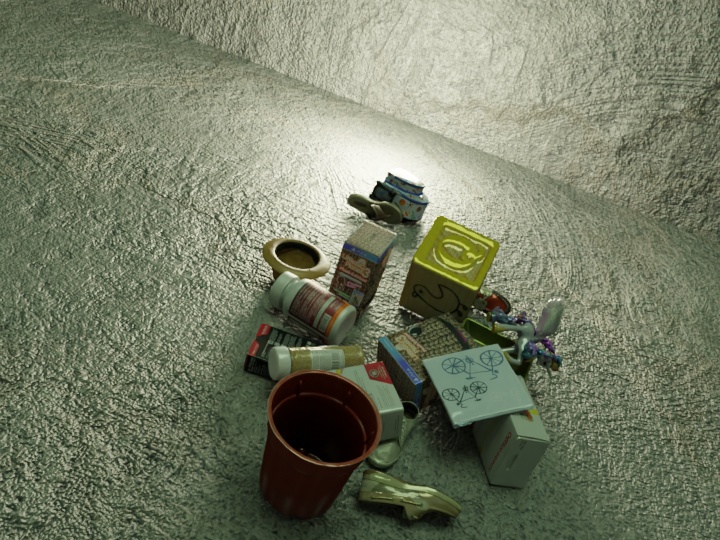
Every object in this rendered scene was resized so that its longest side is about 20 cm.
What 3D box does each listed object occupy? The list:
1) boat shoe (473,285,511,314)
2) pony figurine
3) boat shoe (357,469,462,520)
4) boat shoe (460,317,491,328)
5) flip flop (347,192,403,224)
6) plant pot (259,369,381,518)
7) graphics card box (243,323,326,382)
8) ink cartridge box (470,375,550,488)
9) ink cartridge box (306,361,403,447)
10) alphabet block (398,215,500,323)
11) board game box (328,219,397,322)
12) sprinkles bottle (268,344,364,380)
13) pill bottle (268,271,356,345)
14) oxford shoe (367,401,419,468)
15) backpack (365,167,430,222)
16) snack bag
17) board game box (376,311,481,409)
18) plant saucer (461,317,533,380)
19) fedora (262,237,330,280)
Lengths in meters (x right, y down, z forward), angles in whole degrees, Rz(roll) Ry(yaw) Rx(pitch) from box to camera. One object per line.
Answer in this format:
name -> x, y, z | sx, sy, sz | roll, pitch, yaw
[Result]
boat shoe -> 0.341, 0.072, 2.048 | 0.199, 0.072, 0.063 | 29, -2, 26
pony figurine -> 0.407, 0.156, 1.741 | 0.198, 0.195, 0.167 | 12, -14, -11
boat shoe -> 0.091, 0.430, 1.313 | 0.198, 0.072, 0.066 | 21, 64, -8
boat shoe -> 0.322, 0.168, 1.872 | 0.200, 0.087, 0.075 | 12, 30, -13
flip flop -> 0.045, -0.196, 2.338 | 0.198, 0.082, 0.058 | 22, 46, 7
plant pot -> -0.086, 0.314, 1.238 | 0.199, 0.196, 0.202 | 13, 37, -10
graphics card box -> -0.146, 0.198, 1.563 | 0.198, 0.051, 0.126 | 18, 29, -1
ink cartridge box -> 0.312, 0.339, 1.515 | 0.083, 0.146, 0.201 | 13, 30, -14
ink cartridge box -> -0.030, 0.273, 1.426 | 0.198, 0.084, 0.146 | -8, 36, -14
alphabet block -> 0.237, 0.010, 1.912 | 0.194, 0.201, 0.197 | 24, 52, 10
board game box -> 0.000, 0.000, 1.822 | 0.096, 0.202, 0.160 | 24, 29, 9
sprinkles bottle -> -0.092, 0.192, 1.489 | 0.198, 0.069, 0.068 | 2, 33, -27
pill bottle -> -0.117, 0.089, 1.706 | 0.199, 0.110, 0.109 | 30, 30, 18
oxford shoe -> 0.068, 0.332, 1.464 | 0.075, 0.058, 0.200 | 30, 32, 13
backpack -> 0.146, -0.256, 2.432 | 0.190, 0.155, 0.200 | 38, 29, 10
snack bag -> 0.249, 0.241, 1.499 | 0.186, 0.022, 0.201 | -10, 39, -12
board game box -> 0.161, 0.207, 1.635 | 0.198, 0.098, 0.160 | -19, 44, -24
plant saucer -> 0.312, 0.235, 1.754 | 0.198, 0.048, 0.200 | 27, 44, 9
fedora -> -0.175, -0.009, 1.865 | 0.199, 0.082, 0.201 | 16, 28, -9
